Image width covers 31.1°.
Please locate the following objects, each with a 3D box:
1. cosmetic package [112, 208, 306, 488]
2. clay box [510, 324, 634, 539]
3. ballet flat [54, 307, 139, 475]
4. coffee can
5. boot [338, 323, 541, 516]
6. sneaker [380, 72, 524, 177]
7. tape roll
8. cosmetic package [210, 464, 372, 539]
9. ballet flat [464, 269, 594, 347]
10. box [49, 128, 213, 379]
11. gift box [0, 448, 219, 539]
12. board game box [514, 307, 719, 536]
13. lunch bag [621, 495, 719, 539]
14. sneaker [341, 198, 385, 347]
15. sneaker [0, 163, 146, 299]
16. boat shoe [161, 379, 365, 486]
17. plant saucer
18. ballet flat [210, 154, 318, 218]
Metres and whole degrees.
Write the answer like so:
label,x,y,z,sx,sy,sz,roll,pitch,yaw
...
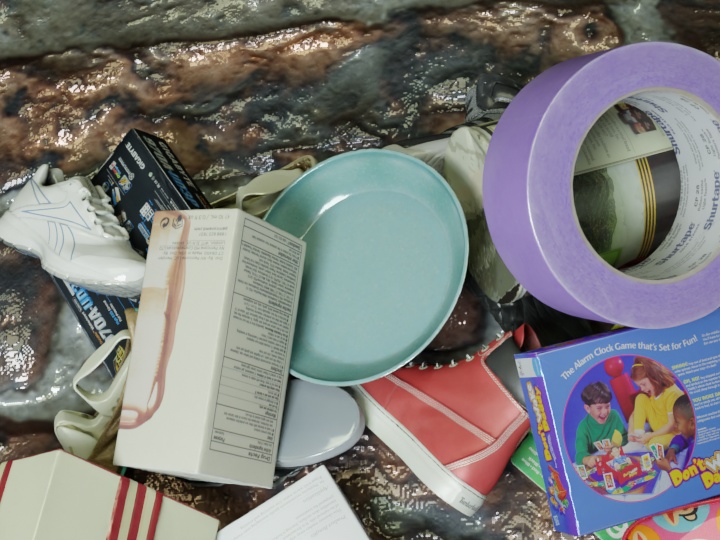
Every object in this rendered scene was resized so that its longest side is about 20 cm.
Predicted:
label,x,y,z,sx,sy,sz,roll,pitch,yaw
cosmetic package,-0.114,0.061,1.003,0.087,0.103,0.201,0,74,31
clay box,0.222,0.107,1.024,0.115,0.048,0.200,39,75,11
ballet flat,-0.211,0.115,1.080,0.201,0.072,0.068,-62,23,15
coffee can,0.187,-0.068,1.054,0.199,0.147,0.147,-15,58,-15
boot,0.068,0.085,1.043,0.144,0.072,0.200,-53,45,1
sneaker,0.095,-0.115,1.154,0.199,0.076,0.114,-3,48,-19
tape roll,0.195,-0.061,0.937,0.199,0.085,0.201,-1,94,-16
cosmetic package,-0.018,0.266,0.993,0.113,0.081,0.200,-30,61,-4
ballet flat,0.142,0.035,1.105,0.066,0.057,0.200,-24,64,-22
box,-0.193,-0.004,1.161,0.159,0.046,0.200,-49,58,17
gift box,-0.225,0.250,0.954,0.200,0.184,0.187,-21,49,47
board game box,0.227,0.104,0.962,0.199,0.045,0.135,-12,88,-16
lunch bag,0.289,0.257,0.922,0.175,0.082,0.201,-15,59,5
sneaker,0.002,-0.017,1.112,0.077,0.082,0.200,-16,41,18
sneaker,-0.247,-0.036,1.134,0.200,0.074,0.087,27,91,35
boat shoe,-0.080,0.144,1.065,0.199,0.068,0.074,-17,54,21
plant saucer,0.000,0.000,1.047,0.199,0.036,0.201,-9,67,23
ballet flat,-0.117,-0.049,1.193,0.199,0.070,0.070,-26,60,-1
